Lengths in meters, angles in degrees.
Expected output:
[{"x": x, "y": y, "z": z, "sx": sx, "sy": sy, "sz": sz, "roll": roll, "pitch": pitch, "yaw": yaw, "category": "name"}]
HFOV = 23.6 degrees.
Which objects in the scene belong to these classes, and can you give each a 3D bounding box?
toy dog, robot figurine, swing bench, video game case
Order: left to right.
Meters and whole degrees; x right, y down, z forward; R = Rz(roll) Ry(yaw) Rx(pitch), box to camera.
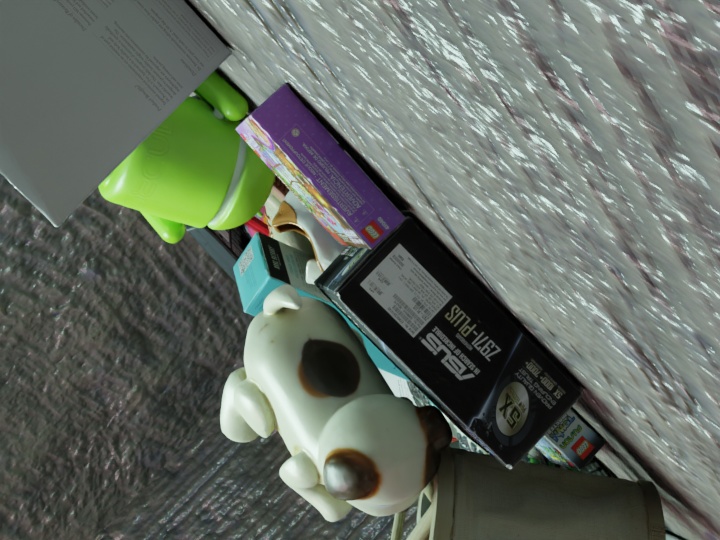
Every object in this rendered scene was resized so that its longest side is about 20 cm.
[{"x": -0.168, "y": -0.105, "z": 1.614, "sx": 0.199, "sy": 0.176, "sz": 0.116, "roll": 15, "pitch": -146, "yaw": -23, "category": "robot figurine"}, {"x": -0.145, "y": -0.073, "z": 1.972, "sx": 0.200, "sy": 0.025, "sz": 0.181, "roll": 49, "pitch": -151, "yaw": -51, "category": "video game case"}, {"x": -0.007, "y": 0.117, "z": 1.425, "sx": 0.200, "sy": 0.139, "sz": 0.195, "roll": 45, "pitch": 142, "yaw": 41, "category": "toy dog"}, {"x": 0.137, "y": 0.224, "z": 1.482, "sx": 0.198, "sy": 0.130, "sz": 0.200, "roll": 12, "pitch": 165, "yaw": -10, "category": "swing bench"}]

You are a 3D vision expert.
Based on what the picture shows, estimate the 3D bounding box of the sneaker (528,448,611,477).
[{"x": 0.189, "y": 0.209, "z": 1.769, "sx": 0.078, "sy": 0.085, "sz": 0.200, "roll": 46, "pitch": 176, "yaw": -25, "category": "sneaker"}]

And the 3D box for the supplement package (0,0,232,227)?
[{"x": -0.252, "y": -0.182, "z": 1.390, "sx": 0.191, "sy": 0.200, "sz": 0.147, "roll": 47, "pitch": 175, "yaw": -25, "category": "supplement package"}]

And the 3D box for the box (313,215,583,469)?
[{"x": 0.066, "y": 0.053, "z": 1.399, "sx": 0.200, "sy": 0.086, "sz": 0.164, "roll": 45, "pitch": 177, "yaw": -7, "category": "box"}]

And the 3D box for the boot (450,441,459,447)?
[{"x": 0.080, "y": 0.167, "z": 1.946, "sx": 0.200, "sy": 0.138, "sz": 0.077, "roll": 44, "pitch": -167, "yaw": 22, "category": "boot"}]

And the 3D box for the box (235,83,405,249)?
[{"x": -0.037, "y": -0.080, "z": 1.380, "sx": 0.137, "sy": 0.039, "sz": 0.200, "roll": 48, "pitch": 176, "yaw": -6, "category": "box"}]

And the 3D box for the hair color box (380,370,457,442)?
[{"x": 0.045, "y": 0.152, "z": 1.898, "sx": 0.200, "sy": 0.061, "sz": 0.102, "roll": -24, "pitch": 75, "yaw": 54, "category": "hair color box"}]

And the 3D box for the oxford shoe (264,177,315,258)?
[{"x": -0.072, "y": -0.046, "z": 1.741, "sx": 0.200, "sy": 0.074, "sz": 0.071, "roll": 47, "pitch": -157, "yaw": -22, "category": "oxford shoe"}]

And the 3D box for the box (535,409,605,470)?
[{"x": 0.162, "y": 0.132, "z": 1.608, "sx": 0.110, "sy": 0.035, "sz": 0.200, "roll": 44, "pitch": 176, "yaw": 2, "category": "box"}]

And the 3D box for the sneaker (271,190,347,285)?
[{"x": 0.005, "y": 0.002, "z": 1.525, "sx": 0.200, "sy": 0.085, "sz": 0.073, "roll": 42, "pitch": 174, "yaw": 13, "category": "sneaker"}]

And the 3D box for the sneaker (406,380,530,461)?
[{"x": 0.134, "y": 0.152, "z": 1.736, "sx": 0.200, "sy": 0.086, "sz": 0.078, "roll": 48, "pitch": 168, "yaw": 28, "category": "sneaker"}]

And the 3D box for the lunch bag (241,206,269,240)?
[{"x": -0.034, "y": -0.005, "z": 1.912, "sx": 0.200, "sy": 0.082, "sz": 0.176, "roll": 47, "pitch": 171, "yaw": -31, "category": "lunch bag"}]

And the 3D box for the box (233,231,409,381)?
[{"x": -0.026, "y": 0.037, "z": 1.714, "sx": 0.199, "sy": 0.049, "sz": 0.082, "roll": 24, "pitch": -155, "yaw": -26, "category": "box"}]

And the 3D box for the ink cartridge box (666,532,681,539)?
[{"x": 0.278, "y": 0.335, "z": 1.713, "sx": 0.085, "sy": 0.146, "sz": 0.200, "roll": 45, "pitch": 176, "yaw": -3, "category": "ink cartridge box"}]
